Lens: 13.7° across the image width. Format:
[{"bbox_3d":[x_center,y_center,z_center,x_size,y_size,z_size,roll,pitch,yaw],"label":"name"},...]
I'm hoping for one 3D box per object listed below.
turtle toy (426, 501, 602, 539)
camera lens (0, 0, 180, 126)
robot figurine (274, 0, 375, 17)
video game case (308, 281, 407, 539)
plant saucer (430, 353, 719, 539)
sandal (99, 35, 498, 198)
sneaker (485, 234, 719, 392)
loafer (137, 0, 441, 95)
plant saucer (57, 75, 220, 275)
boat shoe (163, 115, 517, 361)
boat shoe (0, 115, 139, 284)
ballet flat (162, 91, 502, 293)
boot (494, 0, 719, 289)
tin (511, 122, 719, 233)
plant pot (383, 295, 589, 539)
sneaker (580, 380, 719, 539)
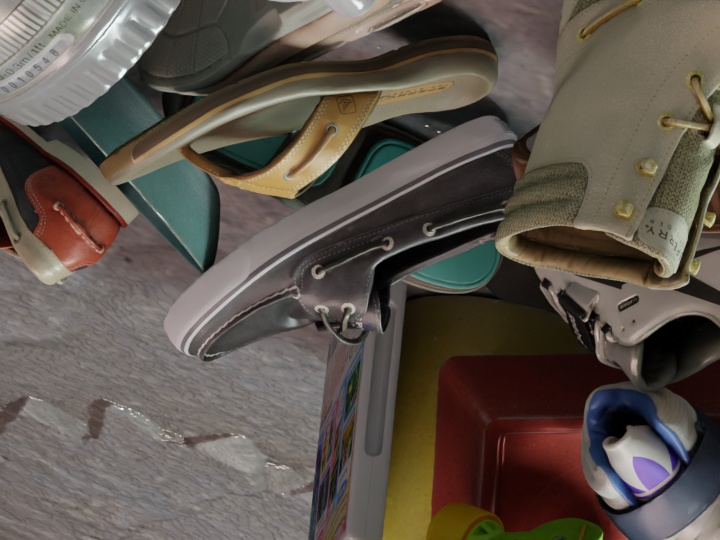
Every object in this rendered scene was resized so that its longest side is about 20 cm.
[{"bbox_3d":[0.084,0.189,1.553,0.145,0.200,0.102,18,122,44],"label":"turtle toy"},{"bbox_3d":[-0.181,-0.172,1.260,0.200,0.161,0.160,34,153,-31],"label":"camera lens"},{"bbox_3d":[-0.042,-0.184,1.182,0.169,0.113,0.200,-35,134,14],"label":"robot figurine"},{"bbox_3d":[-0.003,0.093,1.688,0.024,0.183,0.200,8,158,-6],"label":"video game case"},{"bbox_3d":[0.138,0.141,1.640,0.199,0.037,0.200,0,116,-6],"label":"plant saucer"},{"bbox_3d":[-0.021,-0.063,1.389,0.199,0.054,0.080,-13,171,-23],"label":"sandal"},{"bbox_3d":[0.133,0.017,1.531,0.199,0.089,0.074,-1,150,42],"label":"sneaker"},{"bbox_3d":[-0.032,-0.116,1.392,0.063,0.072,0.200,23,155,-28],"label":"loafer"},{"bbox_3d":[-0.131,-0.081,1.497,0.200,0.036,0.200,47,176,4],"label":"plant saucer"},{"bbox_3d":[0.000,0.000,1.483,0.199,0.066,0.070,-29,163,0],"label":"boat shoe"},{"bbox_3d":[-0.177,-0.037,1.616,0.071,0.063,0.200,44,173,-23],"label":"boat shoe"},{"bbox_3d":[-0.014,-0.054,1.541,0.200,0.068,0.064,29,-177,-20],"label":"ballet flat"},{"bbox_3d":[0.150,-0.070,1.229,0.199,0.155,0.072,-4,148,44],"label":"boot"},{"bbox_3d":[0.158,-0.054,1.329,0.199,0.112,0.042,-1,109,39],"label":"tin"},{"bbox_3d":[0.085,0.124,1.738,0.199,0.142,0.200,16,157,7],"label":"plant pot"},{"bbox_3d":[0.173,0.138,1.501,0.081,0.200,0.146,-42,131,15],"label":"sneaker"}]
